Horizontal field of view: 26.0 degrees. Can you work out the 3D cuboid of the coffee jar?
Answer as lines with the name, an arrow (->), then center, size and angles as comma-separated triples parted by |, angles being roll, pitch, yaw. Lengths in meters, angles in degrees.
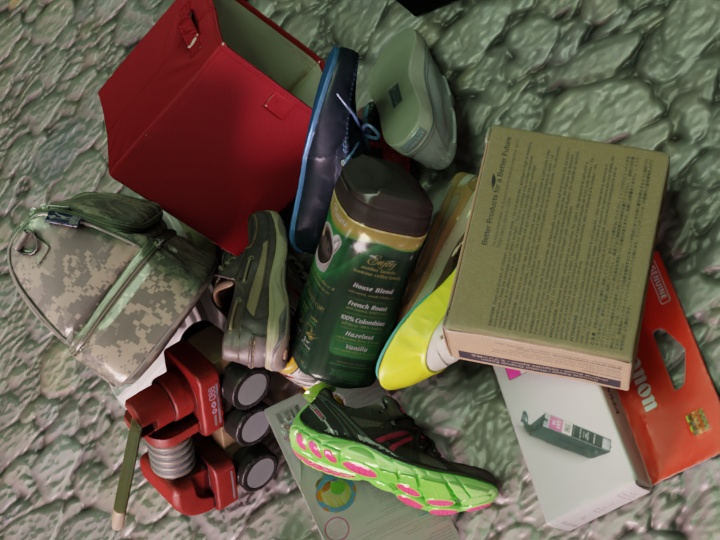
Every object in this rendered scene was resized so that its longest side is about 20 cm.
coffee jar -> 0.000, 0.000, 1.439 | 0.104, 0.084, 0.202 | -115, 40, -61

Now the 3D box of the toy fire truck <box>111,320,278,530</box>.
toy fire truck -> -0.177, 0.175, 1.485 | 0.199, 0.177, 0.128 | -29, 47, -29

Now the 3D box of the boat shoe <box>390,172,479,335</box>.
boat shoe -> 0.072, 0.001, 1.478 | 0.076, 0.072, 0.201 | 26, 84, 36

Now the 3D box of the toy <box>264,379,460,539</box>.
toy -> 0.000, 0.196, 1.464 | 0.114, 0.047, 0.201 | -23, 65, -9

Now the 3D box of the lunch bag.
lunch bag -> -0.236, 0.002, 1.458 | 0.167, 0.200, 0.140 | 36, 97, -3

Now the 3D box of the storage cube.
storage cube -> -0.140, -0.157, 1.584 | 0.180, 0.199, 0.172 | -44, 34, 18

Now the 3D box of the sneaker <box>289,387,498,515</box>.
sneaker -> 0.035, 0.159, 1.414 | 0.198, 0.077, 0.084 | 21, 62, 8

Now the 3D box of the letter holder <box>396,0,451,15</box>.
letter holder -> 0.107, -0.369, 1.561 | 0.198, 0.100, 0.144 | -18, 63, 29

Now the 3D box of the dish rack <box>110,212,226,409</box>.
dish rack -> -0.232, 0.045, 1.636 | 0.200, 0.043, 0.173 | -44, 69, 41

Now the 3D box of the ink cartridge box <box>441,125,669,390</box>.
ink cartridge box -> 0.172, -0.012, 1.354 | 0.163, 0.075, 0.202 | 10, 69, 13

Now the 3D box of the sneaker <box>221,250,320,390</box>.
sneaker -> -0.085, 0.035, 1.569 | 0.078, 0.082, 0.200 | -48, 53, 12

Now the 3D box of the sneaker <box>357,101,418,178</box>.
sneaker -> 0.001, -0.071, 1.547 | 0.095, 0.079, 0.202 | -16, 66, 32

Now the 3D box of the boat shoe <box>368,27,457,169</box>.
boat shoe -> 0.057, -0.165, 1.540 | 0.070, 0.071, 0.202 | -41, 30, 24

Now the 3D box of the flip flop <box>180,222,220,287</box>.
flip flop -> -0.177, 0.023, 1.653 | 0.081, 0.057, 0.202 | -27, 60, 25

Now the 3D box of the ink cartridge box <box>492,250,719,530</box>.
ink cartridge box -> 0.212, 0.100, 1.362 | 0.173, 0.043, 0.202 | -31, 59, 25

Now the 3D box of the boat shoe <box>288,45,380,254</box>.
boat shoe -> -0.020, -0.113, 1.488 | 0.084, 0.068, 0.202 | -86, 7, -65

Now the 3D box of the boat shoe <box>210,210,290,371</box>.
boat shoe -> -0.105, 0.012, 1.486 | 0.201, 0.072, 0.075 | -97, 11, -51

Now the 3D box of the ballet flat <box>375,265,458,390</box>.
ballet flat -> 0.095, 0.035, 1.409 | 0.067, 0.067, 0.200 | 30, 73, 38

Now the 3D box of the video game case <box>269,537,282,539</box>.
video game case -> -0.075, 0.388, 1.480 | 0.182, 0.023, 0.201 | 35, 95, 38
